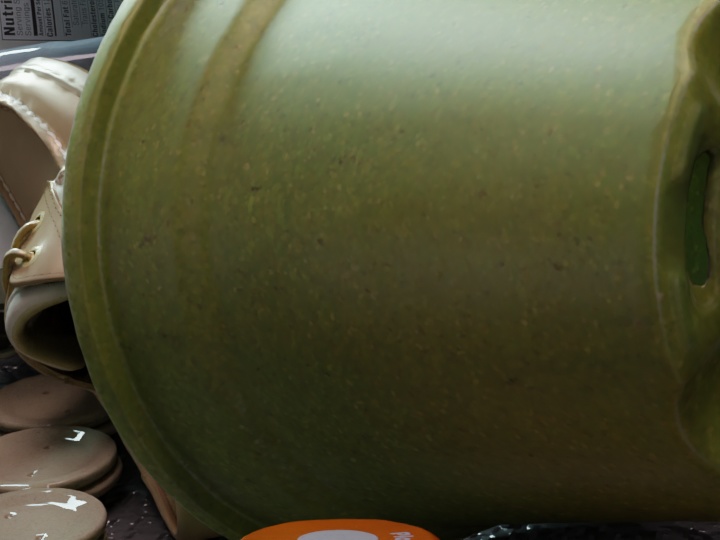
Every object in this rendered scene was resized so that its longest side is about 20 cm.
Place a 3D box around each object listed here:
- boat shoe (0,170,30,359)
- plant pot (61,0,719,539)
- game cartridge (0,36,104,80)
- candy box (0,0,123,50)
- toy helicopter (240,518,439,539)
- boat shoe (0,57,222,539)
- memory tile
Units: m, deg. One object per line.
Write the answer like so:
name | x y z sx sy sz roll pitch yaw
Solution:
boat shoe | -0.142 0.000 0.815 0.200 0.064 0.071 -7 55 -50
plant pot | 0.057 -0.010 0.598 0.200 0.201 0.184 -19 14 -36
game cartridge | -0.125 -0.053 0.934 0.133 0.042 0.200 -5 -7 4
candy box | -0.128 -0.098 1.004 0.200 0.072 0.168 -3 -8 -37
toy helicopter | 0.072 0.094 0.534 0.132 0.079 0.200 4 7 43
boat shoe | -0.080 0.006 0.744 0.069 0.074 0.200 -23 51 -25
memory tile | -0.150 0.078 0.722 0.153 0.017 0.200 -5 19 0
